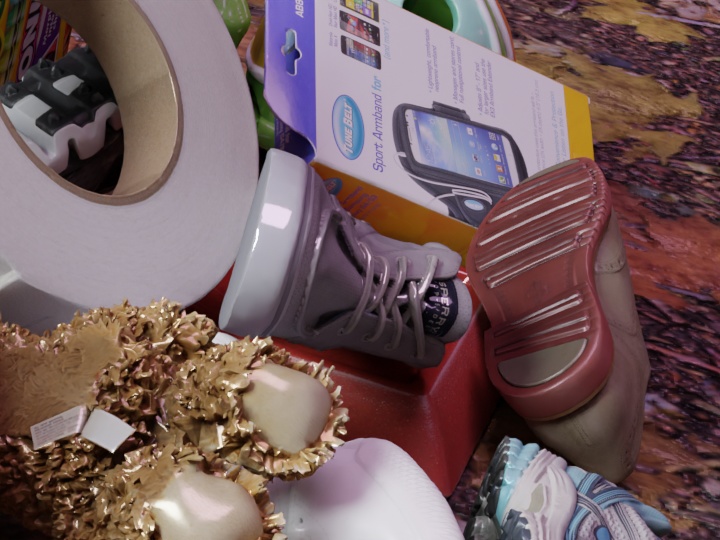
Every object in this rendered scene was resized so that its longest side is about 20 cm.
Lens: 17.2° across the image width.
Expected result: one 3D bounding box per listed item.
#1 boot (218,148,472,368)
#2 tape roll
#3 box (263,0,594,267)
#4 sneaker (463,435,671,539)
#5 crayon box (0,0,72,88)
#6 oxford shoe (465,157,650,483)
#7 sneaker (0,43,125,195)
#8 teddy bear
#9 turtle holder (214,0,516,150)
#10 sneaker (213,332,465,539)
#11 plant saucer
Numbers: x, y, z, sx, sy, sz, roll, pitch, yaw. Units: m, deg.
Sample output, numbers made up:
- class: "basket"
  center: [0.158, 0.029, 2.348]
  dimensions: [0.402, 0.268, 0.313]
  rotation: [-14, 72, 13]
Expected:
- class: "boot"
  center: [0.000, 0.000, 0.938]
  dimensions: [0.095, 0.074, 0.200]
  rotation: [17, 4, -1]
- class: "tape roll"
  center: [-0.123, -0.071, 0.962]
  dimensions: [0.037, 0.203, 0.203]
  rotation: [-23, -4, 37]
- class: "box"
  center: [0.029, -0.066, 1.162]
  dimensions: [0.199, 0.041, 0.119]
  rotation: [21, 50, -28]
- class: "sneaker"
  center: [0.082, 0.119, 0.835]
  dimensions: [0.086, 0.078, 0.200]
  rotation: [16, 21, -3]
- class: "crayon box"
  center: [-0.177, -0.127, 1.112]
  dimensions: [0.058, 0.201, 0.173]
  rotation: [16, 22, 4]
- class: "oxford shoe"
  center: [0.093, 0.021, 1.079]
  dimensions: [0.070, 0.075, 0.200]
  rotation: [-23, 29, 20]
- class: "sneaker"
  center: [-0.173, -0.016, 1.025]
  dimensions: [0.200, 0.091, 0.066]
  rotation: [-31, 43, -26]
- class: "teddy bear"
  center: [-0.098, 0.063, 0.833]
  dimensions: [0.199, 0.067, 0.145]
  rotation: [-5, 47, 19]
- class: "turtle holder"
  center: [-0.005, -0.114, 1.279]
  dimensions: [0.185, 0.132, 0.141]
  rotation: [16, 22, 4]
- class: "sneaker"
  center: [-0.040, 0.090, 0.859]
  dimensions: [0.088, 0.076, 0.200]
  rotation: [-17, 29, -31]
- class: "plant saucer"
  center: [-0.032, 0.020, 1.064]
  dimensions: [0.199, 0.037, 0.200]
  rotation: [18, 22, 8]
